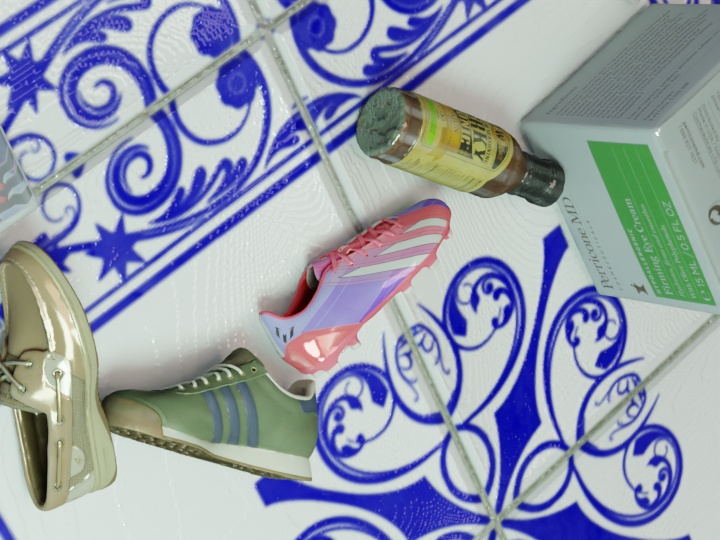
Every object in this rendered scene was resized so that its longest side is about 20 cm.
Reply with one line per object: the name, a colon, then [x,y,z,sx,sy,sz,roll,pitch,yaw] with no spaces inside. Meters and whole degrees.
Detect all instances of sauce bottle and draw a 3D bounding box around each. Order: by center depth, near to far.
sauce bottle: [0.088,-0.098,1.667,0.200,0.065,0.065,16,86,-39]

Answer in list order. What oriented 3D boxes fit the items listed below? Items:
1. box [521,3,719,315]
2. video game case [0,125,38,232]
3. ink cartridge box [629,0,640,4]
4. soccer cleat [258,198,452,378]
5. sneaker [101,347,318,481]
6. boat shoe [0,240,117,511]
box: [0.290,-0.102,1.752,0.200,0.171,0.199,-41,119,-25]
video game case: [-0.338,-0.072,1.366,0.200,0.023,0.182,-36,117,-29]
ink cartridge box: [0.260,-0.346,1.761,0.116,0.067,0.200,23,82,-37]
soccer cleat: [0.000,0.000,1.614,0.076,0.067,0.200,48,65,-14]
sneaker: [-0.111,0.101,1.543,0.200,0.067,0.090,21,76,-38]
boat shoe: [-0.229,0.078,1.439,0.064,0.071,0.200,-25,112,-33]
